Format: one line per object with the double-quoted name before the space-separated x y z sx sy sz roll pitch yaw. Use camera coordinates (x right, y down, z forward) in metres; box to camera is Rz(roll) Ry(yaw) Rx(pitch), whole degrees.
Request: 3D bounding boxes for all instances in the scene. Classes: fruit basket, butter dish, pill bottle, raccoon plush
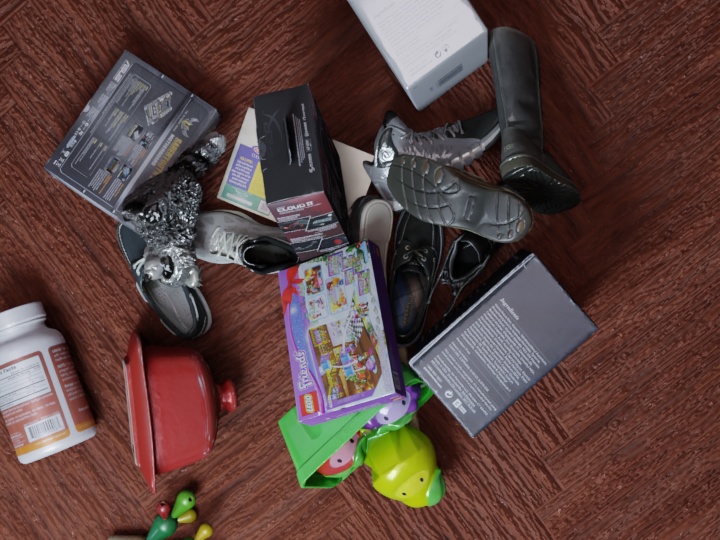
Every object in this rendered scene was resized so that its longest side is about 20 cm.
"fruit basket" 0.024 0.222 1.242 0.212 0.155 0.220 -4 77 18
"butter dish" -0.236 0.176 1.288 0.145 0.200 0.203 -5 90 -16
"pill bottle" -0.448 0.152 1.332 0.111 0.112 0.203 -20 88 7
"raccoon plush" -0.217 -0.069 1.267 0.199 0.096 0.135 -40 121 -16

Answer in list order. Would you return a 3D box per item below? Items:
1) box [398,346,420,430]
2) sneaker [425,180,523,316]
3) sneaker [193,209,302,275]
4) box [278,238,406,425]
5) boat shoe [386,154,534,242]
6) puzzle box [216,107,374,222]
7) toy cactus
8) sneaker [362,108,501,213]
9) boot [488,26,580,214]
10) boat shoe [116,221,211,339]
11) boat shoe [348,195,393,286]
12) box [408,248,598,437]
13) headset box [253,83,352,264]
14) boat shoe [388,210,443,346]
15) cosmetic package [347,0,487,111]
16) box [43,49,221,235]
"box" -0.011 0.142 1.320 0.161 0.021 0.204 -9 90 7
"sneaker" 0.154 -0.034 1.253 0.060 0.104 0.201 36 96 5
"sneaker" -0.164 -0.040 1.288 0.197 0.115 0.077 9 93 7
"box" -0.026 0.077 1.202 0.135 0.039 0.203 -19 67 22
"boat shoe" 0.127 -0.088 1.211 0.198 0.074 0.077 27 108 21
"puzzle box" -0.085 -0.127 1.321 0.197 0.025 0.135 22 94 6
"toy cactus" -0.280 0.404 1.334 0.162 0.102 0.204 6 101 17
"sneaker" 0.088 -0.175 1.260 0.199 0.075 0.116 -37 105 7
"boot" 0.221 -0.191 1.249 0.072 0.181 0.203 -19 61 25
"boat shoe" -0.276 0.005 1.331 0.075 0.060 0.201 -40 86 8
"boat shoe" 0.000 0.000 1.284 0.066 0.057 0.204 7 98 -29
"box" 0.174 0.082 1.206 0.196 0.200 0.124 -43 88 7
"headset box" -0.070 -0.118 1.187 0.074 0.200 0.151 -12 65 7
"boat shoe" 0.072 -0.001 1.276 0.067 0.057 0.204 7 81 4
"cosmetic package" 0.060 -0.329 1.210 0.122 0.199 0.201 -35 87 7
"box" -0.309 -0.175 1.318 0.157 0.048 0.202 32 83 4
